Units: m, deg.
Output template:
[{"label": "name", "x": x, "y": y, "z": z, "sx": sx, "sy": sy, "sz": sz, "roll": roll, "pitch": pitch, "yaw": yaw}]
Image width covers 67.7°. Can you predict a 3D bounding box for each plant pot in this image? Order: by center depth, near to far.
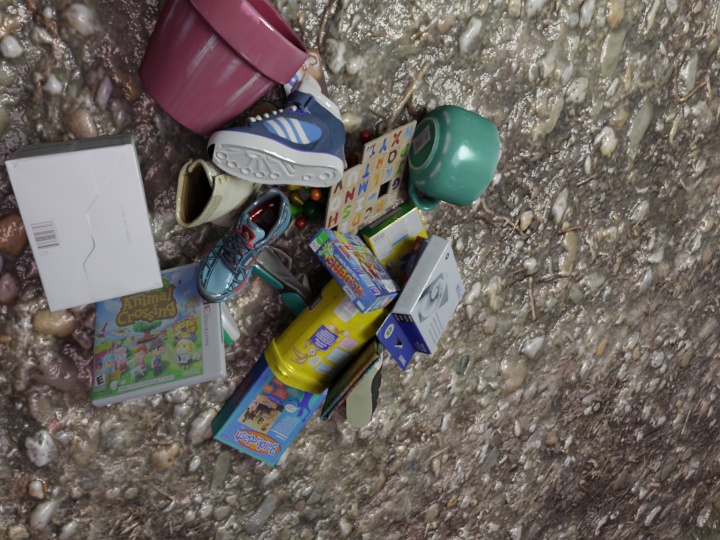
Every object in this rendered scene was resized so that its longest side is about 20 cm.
[{"label": "plant pot", "x": -0.194, "y": -0.293, "z": 0.717, "sx": 0.179, "sy": 0.202, "sz": 0.198, "roll": -43, "pitch": 123, "yaw": 16}]

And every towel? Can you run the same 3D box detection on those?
[{"label": "towel", "x": -0.012, "y": 0.177, "z": 0.951, "sx": 0.022, "sy": 0.200, "sz": 0.148, "roll": 39, "pitch": 97, "yaw": -3}]

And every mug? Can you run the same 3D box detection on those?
[{"label": "mug", "x": 0.144, "y": -0.186, "z": 0.927, "sx": 0.111, "sy": 0.152, "sz": 0.191, "roll": 12, "pitch": 105, "yaw": -26}]

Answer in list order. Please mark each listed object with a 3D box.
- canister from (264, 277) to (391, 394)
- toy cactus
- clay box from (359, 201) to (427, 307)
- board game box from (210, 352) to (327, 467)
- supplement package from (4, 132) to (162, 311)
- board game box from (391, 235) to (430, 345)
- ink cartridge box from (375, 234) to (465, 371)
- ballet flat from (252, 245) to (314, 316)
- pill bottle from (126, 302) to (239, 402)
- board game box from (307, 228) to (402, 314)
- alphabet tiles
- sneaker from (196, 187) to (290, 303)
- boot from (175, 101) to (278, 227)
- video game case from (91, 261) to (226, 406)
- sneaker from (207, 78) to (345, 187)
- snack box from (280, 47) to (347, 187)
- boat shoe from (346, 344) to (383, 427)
[{"label": "canister", "x": -0.051, "y": 0.108, "z": 0.932, "sx": 0.200, "sy": 0.087, "sz": 0.147, "roll": -46, "pitch": 140, "yaw": 11}, {"label": "toy cactus", "x": -0.040, "y": -0.126, "z": 0.912, "sx": 0.199, "sy": 0.101, "sz": 0.167, "roll": -41, "pitch": 132, "yaw": -14}, {"label": "clay box", "x": 0.085, "y": -0.013, "z": 1.030, "sx": 0.113, "sy": 0.047, "sz": 0.205, "roll": -31, "pitch": 121, "yaw": -14}, {"label": "board game box", "x": -0.167, "y": 0.258, "z": 1.025, "sx": 0.151, "sy": 0.045, "sz": 0.202, "roll": 38, "pitch": 92, "yaw": -32}, {"label": "supplement package", "x": -0.378, "y": -0.073, "z": 0.755, "sx": 0.150, "sy": 0.111, "sz": 0.208, "roll": -12, "pitch": 115, "yaw": -20}, {"label": "board game box", "x": 0.106, "y": 0.042, "z": 1.003, "sx": 0.101, "sy": 0.019, "sz": 0.207, "roll": 8, "pitch": 104, "yaw": -49}, {"label": "ink cartridge box", "x": 0.117, "y": 0.072, "z": 0.969, "sx": 0.204, "sy": 0.040, "sz": 0.200, "roll": -58, "pitch": 150, "yaw": -14}, {"label": "ballet flat", "x": -0.125, "y": 0.017, "z": 0.940, "sx": 0.200, "sy": 0.066, "sz": 0.065, "roll": 48, "pitch": 57, "yaw": -34}, {"label": "pill bottle", "x": -0.304, "y": 0.113, "z": 0.864, "sx": 0.196, "sy": 0.113, "sz": 0.115, "roll": -32, "pitch": 120, "yaw": -9}, {"label": "board game box", "x": 0.000, "y": 0.000, "z": 0.876, "sx": 0.034, "sy": 0.199, "sz": 0.136, "roll": -41, "pitch": 79, "yaw": 12}, {"label": "alphabet tiles", "x": 0.014, "y": -0.143, "z": 0.882, "sx": 0.198, "sy": 0.007, "sz": 0.171, "roll": -35, "pitch": 151, "yaw": -38}, {"label": "sneaker", "x": -0.176, "y": -0.047, "z": 0.795, "sx": 0.078, "sy": 0.096, "sz": 0.203, "roll": 34, "pitch": 71, "yaw": -3}, {"label": "boot", "x": -0.190, "y": -0.156, "z": 0.784, "sx": 0.070, "sy": 0.154, "sz": 0.205, "roll": 28, "pitch": 102, "yaw": 9}, {"label": "video game case", "x": -0.301, "y": 0.088, "z": 0.800, "sx": 0.192, "sy": 0.188, "sz": 0.022, "roll": -13, "pitch": 154, "yaw": 1}, {"label": "sneaker", "x": -0.113, "y": -0.204, "z": 0.752, "sx": 0.193, "sy": 0.081, "sz": 0.152, "roll": 6, "pitch": 64, "yaw": -22}, {"label": "snack box", "x": -0.076, "y": -0.236, "z": 0.827, "sx": 0.069, "sy": 0.024, "sz": 0.208, "roll": -13, "pitch": 88, "yaw": -21}, {"label": "boat shoe", "x": 0.008, "y": 0.205, "z": 1.079, "sx": 0.071, "sy": 0.063, "sz": 0.210, "roll": 7, "pitch": 97, "yaw": 9}]
